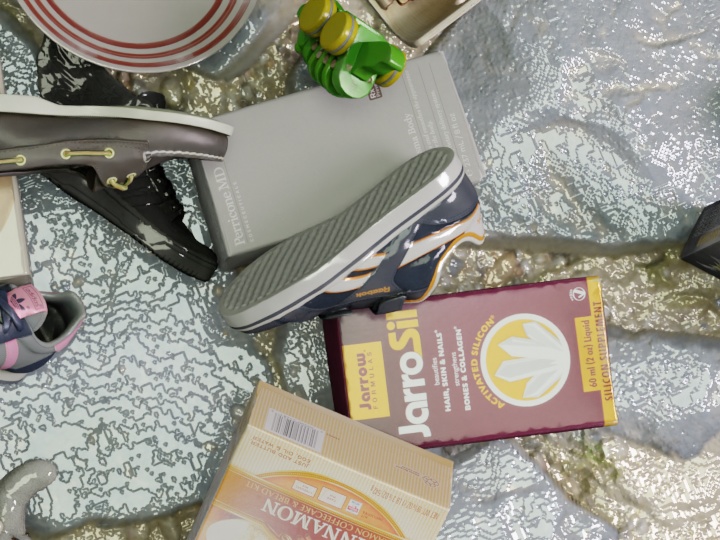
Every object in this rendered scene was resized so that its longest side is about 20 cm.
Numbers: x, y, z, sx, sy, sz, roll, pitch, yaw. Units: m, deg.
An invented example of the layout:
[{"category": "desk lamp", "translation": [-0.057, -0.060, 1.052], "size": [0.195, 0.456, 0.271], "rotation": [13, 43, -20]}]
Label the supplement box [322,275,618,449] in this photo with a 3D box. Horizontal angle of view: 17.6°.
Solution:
[{"category": "supplement box", "translation": [0.079, 0.071, 1.706], "size": [0.198, 0.086, 0.111], "rotation": [-7, 87, -7]}]

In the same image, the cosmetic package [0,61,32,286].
[{"category": "cosmetic package", "translation": [-0.283, -0.086, 1.665], "size": [0.071, 0.105, 0.202], "rotation": [-8, 85, -7]}]

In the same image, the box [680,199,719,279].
[{"category": "box", "translation": [0.335, -0.005, 1.686], "size": [0.158, 0.200, 0.049], "rotation": [27, 80, -5]}]

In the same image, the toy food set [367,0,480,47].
[{"category": "toy food set", "translation": [0.035, -0.285, 1.740], "size": [0.143, 0.060, 0.200], "rotation": [-38, 91, -8]}]

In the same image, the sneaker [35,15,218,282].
[{"category": "sneaker", "translation": [-0.167, -0.087, 1.700], "size": [0.199, 0.060, 0.105], "rotation": [35, 86, 1]}]

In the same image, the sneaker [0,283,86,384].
[{"category": "sneaker", "translation": [-0.265, 0.034, 1.607], "size": [0.082, 0.200, 0.070], "rotation": [-33, 78, 20]}]

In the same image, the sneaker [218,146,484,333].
[{"category": "sneaker", "translation": [0.000, 0.000, 1.637], "size": [0.199, 0.078, 0.080], "rotation": [-32, 117, -1]}]

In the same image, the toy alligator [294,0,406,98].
[{"category": "toy alligator", "translation": [-0.023, -0.164, 1.674], "size": [0.059, 0.200, 0.054], "rotation": [31, 98, -33]}]

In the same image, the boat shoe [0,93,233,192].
[{"category": "boat shoe", "translation": [-0.187, -0.084, 1.609], "size": [0.200, 0.072, 0.061], "rotation": [4, 87, -16]}]

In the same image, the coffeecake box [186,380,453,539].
[{"category": "coffeecake box", "translation": [-0.043, 0.202, 1.645], "size": [0.153, 0.073, 0.201], "rotation": [23, 114, -5]}]

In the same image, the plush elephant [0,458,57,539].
[{"category": "plush elephant", "translation": [-0.282, 0.174, 1.620], "size": [0.154, 0.165, 0.201], "rotation": [17, 92, -8]}]

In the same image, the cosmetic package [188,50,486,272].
[{"category": "cosmetic package", "translation": [-0.023, -0.079, 1.705], "size": [0.199, 0.090, 0.108], "rotation": [-18, 85, -11]}]

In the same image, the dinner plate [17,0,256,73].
[{"category": "dinner plate", "translation": [-0.169, -0.236, 1.711], "size": [0.199, 0.024, 0.202], "rotation": [6, 70, -16]}]
